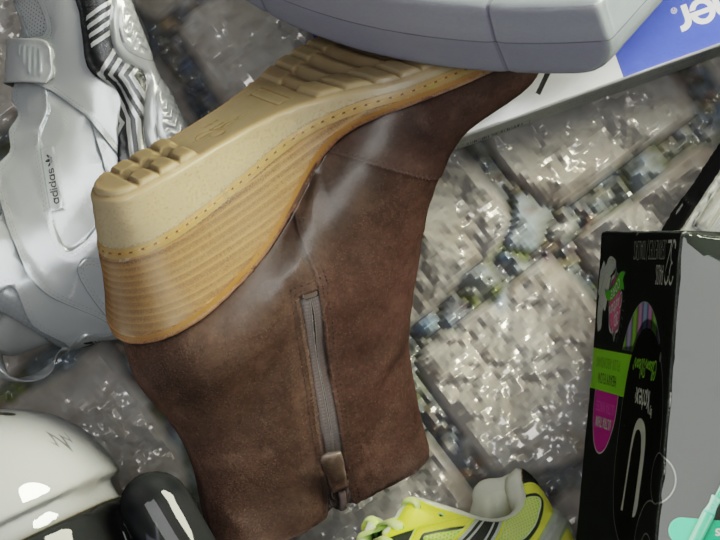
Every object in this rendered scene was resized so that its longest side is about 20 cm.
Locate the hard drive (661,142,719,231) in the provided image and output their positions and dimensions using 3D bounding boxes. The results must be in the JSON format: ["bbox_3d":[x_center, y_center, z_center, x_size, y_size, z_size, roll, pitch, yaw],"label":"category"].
[{"bbox_3d":[0.216,-0.038,0.981,0.140,0.038,0.200,33,97,-5],"label":"hard drive"}]

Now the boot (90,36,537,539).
[{"bbox_3d":[0.000,0.000,0.976,0.200,0.072,0.167,-28,119,-15],"label":"boot"}]

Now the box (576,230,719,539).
[{"bbox_3d":[0.147,0.089,0.890,0.124,0.149,0.200,5,90,-5],"label":"box"}]

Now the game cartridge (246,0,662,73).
[{"bbox_3d":[0.038,-0.134,0.953,0.200,0.041,0.133,18,50,38],"label":"game cartridge"}]

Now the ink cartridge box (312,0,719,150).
[{"bbox_3d":[0.080,-0.114,1.015,0.200,0.044,0.094,-19,86,1],"label":"ink cartridge box"}]

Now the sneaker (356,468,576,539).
[{"bbox_3d":[0.008,0.130,0.948,0.075,0.200,0.077,-28,79,42],"label":"sneaker"}]

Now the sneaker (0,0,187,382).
[{"bbox_3d":[-0.130,-0.055,1.007,0.115,0.075,0.200,-24,88,-1],"label":"sneaker"}]

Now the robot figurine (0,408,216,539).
[{"bbox_3d":[-0.123,0.151,0.966,0.150,0.125,0.200,-25,85,-17],"label":"robot figurine"}]
